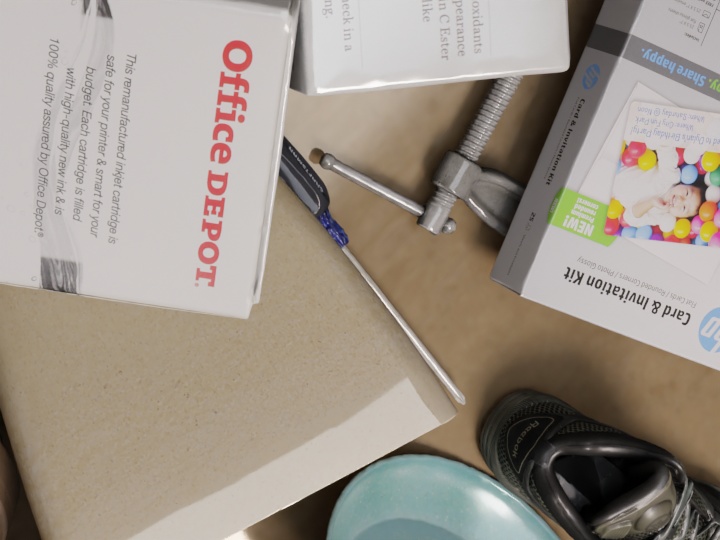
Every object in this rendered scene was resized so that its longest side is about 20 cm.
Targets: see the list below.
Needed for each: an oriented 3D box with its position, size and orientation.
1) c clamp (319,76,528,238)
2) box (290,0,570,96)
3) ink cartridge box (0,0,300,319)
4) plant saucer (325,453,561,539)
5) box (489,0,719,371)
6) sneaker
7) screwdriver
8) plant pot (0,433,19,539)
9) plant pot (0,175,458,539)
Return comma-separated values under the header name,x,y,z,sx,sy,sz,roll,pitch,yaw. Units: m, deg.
name,x,y,z,sx,sy,sz,roll,pitch,yaw
c clamp,0.101,-0.094,1.139,0.171,0.027,0.200,34,89,-21
box,0.006,-0.196,1.002,0.131,0.200,0.199,-7,102,-13
ink cartridge box,-0.130,-0.072,0.886,0.200,0.084,0.146,9,117,-1
plant saucer,0.053,0.194,1.121,0.200,0.200,0.036,33,129,-20
box,0.177,-0.059,1.149,0.156,0.041,0.200,20,96,-29
sneaker,0.166,0.143,1.161,0.199,0.114,0.076,35,91,-21
screwdriver,0.000,0.000,1.124,0.028,0.029,0.200,-40,103,-6
plant pot,-0.255,0.061,1.005,0.201,0.201,0.093,27,55,-19
plant pot,-0.096,0.034,1.030,0.200,0.200,0.177,-27,93,-10
